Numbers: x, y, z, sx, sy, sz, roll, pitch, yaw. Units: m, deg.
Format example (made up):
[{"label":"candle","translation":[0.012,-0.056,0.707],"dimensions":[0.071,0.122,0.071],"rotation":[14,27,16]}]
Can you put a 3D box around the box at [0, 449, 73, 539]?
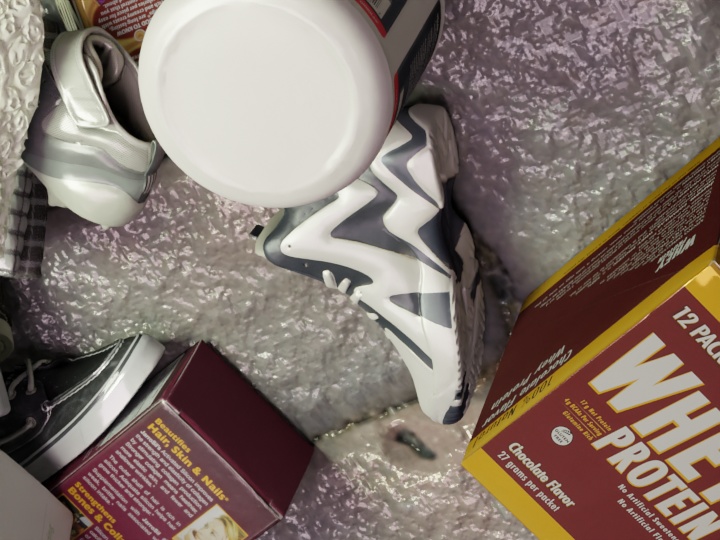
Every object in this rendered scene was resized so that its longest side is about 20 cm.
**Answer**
[{"label":"box","translation":[-0.305,0.196,1.531],"dimensions":[0.171,0.199,0.200],"rotation":[-21,133,26]}]

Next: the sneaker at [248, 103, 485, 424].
[{"label":"sneaker","translation":[0.000,0.000,1.543],"dimensions":[0.129,0.080,0.199],"rotation":[-3,116,18]}]

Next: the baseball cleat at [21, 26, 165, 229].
[{"label":"baseball cleat","translation":[-0.189,-0.110,1.431],"dimensions":[0.200,0.070,0.107],"rotation":[34,122,11]}]

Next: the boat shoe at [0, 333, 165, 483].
[{"label":"boat shoe","translation":[-0.210,0.090,1.654],"dimensions":[0.068,0.072,0.200],"rotation":[45,126,-12]}]

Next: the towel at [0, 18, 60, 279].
[{"label":"towel","translation":[-0.285,-0.080,1.543],"dimensions":[0.200,0.086,0.166],"rotation":[5,89,12]}]

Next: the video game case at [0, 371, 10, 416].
[{"label":"video game case","translation":[-0.322,0.024,1.617],"dimensions":[0.182,0.022,0.200],"rotation":[-22,79,25]}]

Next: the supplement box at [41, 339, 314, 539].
[{"label":"supplement box","translation":[-0.142,0.152,1.655],"dimensions":[0.110,0.086,0.200],"rotation":[46,119,-10]}]

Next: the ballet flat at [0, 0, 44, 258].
[{"label":"ballet flat","translation":[-0.215,-0.081,1.377],"dimensions":[0.072,0.072,0.200],"rotation":[10,107,9]}]

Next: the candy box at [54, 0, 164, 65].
[{"label":"candy box","translation":[-0.152,-0.178,1.465],"dimensions":[0.056,0.117,0.200],"rotation":[-24,112,-10]}]

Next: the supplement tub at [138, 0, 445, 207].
[{"label":"supplement tub","translation":[-0.031,-0.134,1.411],"dimensions":[0.140,0.200,0.141],"rotation":[6,118,12]}]

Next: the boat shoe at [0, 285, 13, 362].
[{"label":"boat shoe","translation":[-0.309,0.057,1.667],"dimensions":[0.201,0.061,0.072],"rotation":[-26,150,27]}]

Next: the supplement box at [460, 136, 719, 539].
[{"label":"supplement box","translation":[0.187,0.052,1.450],"dimensions":[0.133,0.200,0.197],"rotation":[44,119,-9]}]
